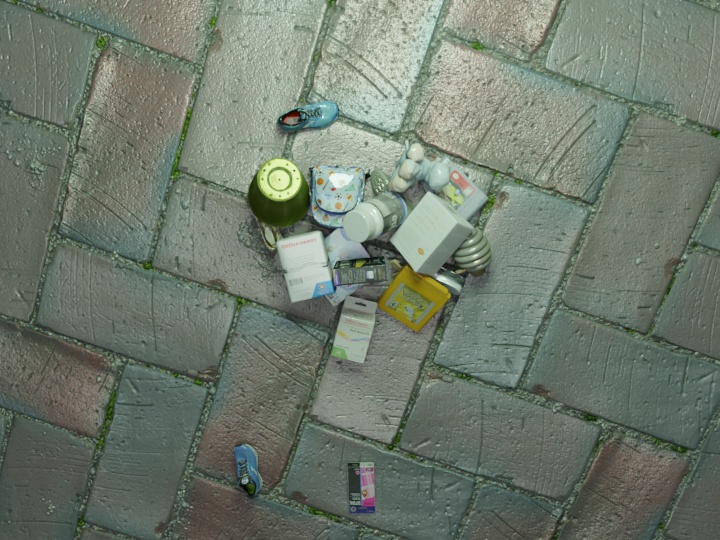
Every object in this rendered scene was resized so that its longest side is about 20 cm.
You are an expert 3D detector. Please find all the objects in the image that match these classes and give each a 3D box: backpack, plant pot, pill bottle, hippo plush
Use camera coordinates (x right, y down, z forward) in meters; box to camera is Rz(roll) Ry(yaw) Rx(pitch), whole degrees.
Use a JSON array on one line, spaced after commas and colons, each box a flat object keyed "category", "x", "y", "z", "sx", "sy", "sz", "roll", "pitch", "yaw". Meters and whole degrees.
[{"category": "backpack", "x": -0.072, "y": -0.225, "z": 1.658, "sx": 0.198, "sy": 0.154, "sz": 0.192, "roll": 3, "pitch": 96, "yaw": 2}, {"category": "plant pot", "x": -0.243, "y": -0.247, "z": 1.617, "sx": 0.199, "sy": 0.193, "sz": 0.202, "roll": 1, "pitch": 83, "yaw": -9}, {"category": "pill bottle", "x": 0.043, "y": -0.158, "z": 1.604, "sx": 0.113, "sy": 0.200, "sz": 0.115, "roll": 17, "pitch": 121, "yaw": 32}, {"category": "hippo plush", "x": 0.185, "y": -0.286, "z": 1.631, "sx": 0.160, "sy": 0.200, "sz": 0.160, "roll": 26, "pitch": 101, "yaw": -10}]

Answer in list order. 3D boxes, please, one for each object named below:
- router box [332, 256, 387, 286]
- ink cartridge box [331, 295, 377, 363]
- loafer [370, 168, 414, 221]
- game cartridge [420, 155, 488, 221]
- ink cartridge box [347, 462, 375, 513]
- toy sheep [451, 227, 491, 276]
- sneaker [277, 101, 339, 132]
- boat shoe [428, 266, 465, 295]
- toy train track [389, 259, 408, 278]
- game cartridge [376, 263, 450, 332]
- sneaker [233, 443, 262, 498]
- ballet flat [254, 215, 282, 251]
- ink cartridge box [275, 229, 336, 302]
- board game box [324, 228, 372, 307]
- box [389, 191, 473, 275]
[{"category": "router box", "x": 0.000, "y": 0.000, "z": 1.636, "sx": 0.156, "sy": 0.200, "sz": 0.053, "roll": -5, "pitch": 98, "yaw": 2}, {"category": "ink cartridge box", "x": -0.020, "y": 0.194, "z": 1.762, "sx": 0.116, "sy": 0.067, "sz": 0.201, "roll": 13, "pitch": 113, "yaw": -1}, {"category": "loafer", "x": 0.104, "y": -0.238, "z": 1.705, "sx": 0.070, "sy": 0.070, "sz": 0.201, "roll": -36, "pitch": 85, "yaw": 42}, {"category": "game cartridge", "x": 0.294, "y": -0.248, "z": 1.710, "sx": 0.200, "sy": 0.041, "sz": 0.133, "roll": 42, "pitch": 103, "yaw": -6}, {"category": "ink cartridge box", "x": 0.004, "y": 0.780, "z": 1.907, "sx": 0.094, "sy": 0.037, "sz": 0.202, "roll": -2, "pitch": 102, "yaw": 2}, {"category": "toy sheep", "x": 0.344, "y": -0.067, "z": 1.694, "sx": 0.137, "sy": 0.138, "sz": 0.201, "roll": -24, "pitch": 117, "yaw": 6}, {"category": "sneaker", "x": -0.162, "y": -0.471, "z": 1.654, "sx": 0.199, "sy": 0.090, "sz": 0.079, "roll": -15, "pitch": 100, "yaw": 3}, {"category": "boat shoe", "x": 0.247, "y": 0.004, "z": 1.744, "sx": 0.199, "sy": 0.072, "sz": 0.068, "roll": 27, "pitch": 66, "yaw": 10}, {"category": "toy train track", "x": 0.177, "y": 0.027, "z": 1.753, "sx": 0.200, "sy": 0.114, "sz": 0.033, "roll": 43, "pitch": 57, "yaw": -17}, {"category": "game cartridge", "x": 0.170, "y": 0.092, "z": 1.732, "sx": 0.176, "sy": 0.033, "sz": 0.200, "roll": 32, "pitch": 129, "yaw": -4}, {"category": "sneaker", "x": -0.394, "y": 0.702, "z": 1.875, "sx": 0.078, "sy": 0.089, "sz": 0.201, "roll": -16, "pitch": 99, "yaw": 4}, {"category": "ballet flat", "x": -0.300, "y": -0.155, "z": 1.730, "sx": 0.075, "sy": 0.064, "sz": 0.201, "roll": -21, "pitch": 98, "yaw": 6}, {"category": "ink cartridge box", "x": -0.169, "y": -0.015, "z": 1.697, "sx": 0.145, "sy": 0.086, "sz": 0.201, "roll": -12, "pitch": 98, "yaw": 4}, {"category": "board game box", "x": -0.068, "y": -0.019, "z": 1.757, "sx": 0.199, "sy": 0.043, "sz": 0.200, "roll": -36, "pitch": 97, "yaw": 8}, {"category": "box", "x": 0.216, "y": -0.110, "z": 1.648, "sx": 0.200, "sy": 0.106, "sz": 0.153, "roll": -51, "pitch": 55, "yaw": 22}]
